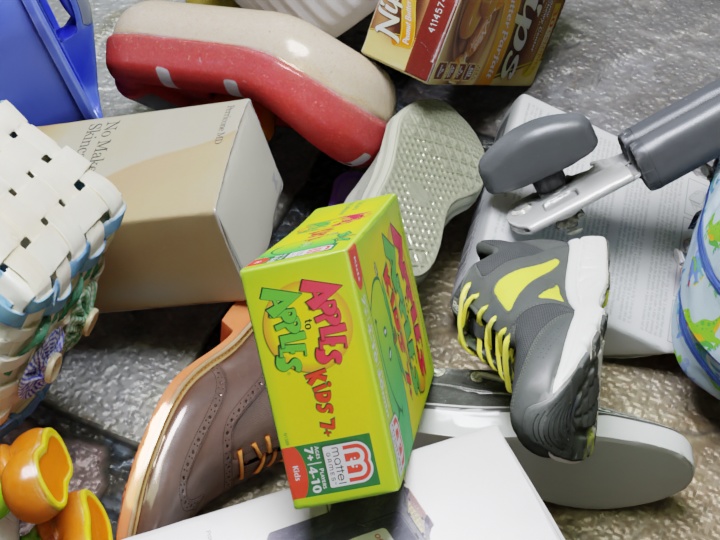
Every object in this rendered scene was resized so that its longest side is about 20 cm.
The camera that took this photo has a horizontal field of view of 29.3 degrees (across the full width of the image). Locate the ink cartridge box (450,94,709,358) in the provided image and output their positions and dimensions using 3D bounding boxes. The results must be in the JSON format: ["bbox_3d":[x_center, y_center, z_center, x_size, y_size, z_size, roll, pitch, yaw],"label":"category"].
[{"bbox_3d":[0.168,-0.009,0.877,0.198,0.057,0.164,26,49,-7],"label":"ink cartridge box"}]

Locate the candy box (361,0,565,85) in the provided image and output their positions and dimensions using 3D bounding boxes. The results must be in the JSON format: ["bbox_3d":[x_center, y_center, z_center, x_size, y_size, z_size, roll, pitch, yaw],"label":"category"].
[{"bbox_3d":[0.081,-0.185,0.907,0.055,0.117,0.199,28,18,21],"label":"candy box"}]

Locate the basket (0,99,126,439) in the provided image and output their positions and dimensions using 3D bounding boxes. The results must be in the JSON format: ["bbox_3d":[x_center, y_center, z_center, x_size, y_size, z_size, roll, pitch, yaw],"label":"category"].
[{"bbox_3d":[-0.220,0.027,0.699,0.139,0.200,0.177,43,28,-9],"label":"basket"}]

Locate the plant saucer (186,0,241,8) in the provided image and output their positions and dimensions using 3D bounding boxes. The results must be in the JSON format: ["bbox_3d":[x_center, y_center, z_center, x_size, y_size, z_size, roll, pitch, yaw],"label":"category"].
[{"bbox_3d":[-0.054,-0.289,1.101,0.197,0.049,0.201,-9,49,-10],"label":"plant saucer"}]

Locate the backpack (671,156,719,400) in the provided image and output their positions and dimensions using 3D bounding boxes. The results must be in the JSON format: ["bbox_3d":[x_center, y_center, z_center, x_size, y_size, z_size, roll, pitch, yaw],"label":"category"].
[{"bbox_3d":[0.260,-0.003,0.796,0.162,0.155,0.200,33,26,4],"label":"backpack"}]

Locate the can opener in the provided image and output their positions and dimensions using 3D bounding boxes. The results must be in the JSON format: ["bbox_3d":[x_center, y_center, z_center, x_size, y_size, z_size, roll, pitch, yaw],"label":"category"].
[{"bbox_3d":[0.168,-0.079,0.804,0.198,0.067,0.053,-24,21,5],"label":"can opener"}]

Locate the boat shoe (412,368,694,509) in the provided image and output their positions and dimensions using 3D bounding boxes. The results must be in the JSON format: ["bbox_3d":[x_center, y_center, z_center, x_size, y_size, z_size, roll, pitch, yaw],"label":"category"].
[{"bbox_3d":[0.085,0.083,0.762,0.197,0.071,0.064,6,49,6],"label":"boat shoe"}]

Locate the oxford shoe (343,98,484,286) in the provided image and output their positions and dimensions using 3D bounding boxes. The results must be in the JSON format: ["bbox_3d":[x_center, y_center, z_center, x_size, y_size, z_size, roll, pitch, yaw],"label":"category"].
[{"bbox_3d":[0.027,-0.044,0.838,0.075,0.058,0.201,42,37,-10],"label":"oxford shoe"}]

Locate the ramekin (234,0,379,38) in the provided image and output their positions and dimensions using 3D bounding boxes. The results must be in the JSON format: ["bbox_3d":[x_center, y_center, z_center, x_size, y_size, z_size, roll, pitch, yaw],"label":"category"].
[{"bbox_3d":[-0.012,-0.243,0.947,0.105,0.199,0.201,48,52,-16],"label":"ramekin"}]

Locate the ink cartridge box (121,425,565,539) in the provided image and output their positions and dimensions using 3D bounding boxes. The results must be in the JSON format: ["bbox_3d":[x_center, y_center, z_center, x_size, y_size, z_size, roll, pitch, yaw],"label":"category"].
[{"bbox_3d":[-0.013,0.170,0.630,0.197,0.146,0.085,-15,49,-15],"label":"ink cartridge box"}]

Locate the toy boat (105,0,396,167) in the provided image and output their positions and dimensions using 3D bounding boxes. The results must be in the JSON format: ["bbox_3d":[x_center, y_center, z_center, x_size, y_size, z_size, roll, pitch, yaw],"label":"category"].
[{"bbox_3d":[-0.075,-0.094,0.890,0.198,0.130,0.133,12,88,30],"label":"toy boat"}]

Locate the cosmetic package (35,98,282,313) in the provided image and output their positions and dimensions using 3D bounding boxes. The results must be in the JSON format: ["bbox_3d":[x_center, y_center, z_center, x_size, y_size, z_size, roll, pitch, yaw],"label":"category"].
[{"bbox_3d":[-0.154,-0.034,0.816,0.197,0.072,0.106,-7,43,16],"label":"cosmetic package"}]

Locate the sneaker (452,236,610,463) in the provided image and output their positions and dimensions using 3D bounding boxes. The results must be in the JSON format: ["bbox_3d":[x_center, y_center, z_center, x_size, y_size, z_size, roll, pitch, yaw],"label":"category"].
[{"bbox_3d":[0.086,0.038,0.721,0.083,0.076,0.200,5,21,10],"label":"sneaker"}]

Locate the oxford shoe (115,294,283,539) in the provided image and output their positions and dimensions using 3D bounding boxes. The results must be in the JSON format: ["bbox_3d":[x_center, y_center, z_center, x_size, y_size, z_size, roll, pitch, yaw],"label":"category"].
[{"bbox_3d":[-0.067,0.085,0.756,0.072,0.072,0.201,23,51,11],"label":"oxford shoe"}]

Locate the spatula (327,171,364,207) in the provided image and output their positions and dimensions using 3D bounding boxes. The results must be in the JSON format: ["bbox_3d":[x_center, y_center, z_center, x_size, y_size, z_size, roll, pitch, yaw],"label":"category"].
[{"bbox_3d":[0.000,0.000,0.839,0.056,0.021,0.201,23,32,-9],"label":"spatula"}]

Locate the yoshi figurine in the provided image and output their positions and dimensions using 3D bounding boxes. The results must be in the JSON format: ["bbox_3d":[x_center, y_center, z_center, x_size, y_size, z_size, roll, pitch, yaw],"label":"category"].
[{"bbox_3d":[-0.223,0.158,0.656,0.198,0.112,0.114,-22,77,3],"label":"yoshi figurine"}]

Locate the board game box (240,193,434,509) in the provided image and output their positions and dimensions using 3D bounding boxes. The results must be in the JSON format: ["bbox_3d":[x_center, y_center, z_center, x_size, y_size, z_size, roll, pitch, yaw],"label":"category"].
[{"bbox_3d":[-0.004,0.028,0.651,0.047,0.103,0.200,-12,8,9],"label":"board game box"}]

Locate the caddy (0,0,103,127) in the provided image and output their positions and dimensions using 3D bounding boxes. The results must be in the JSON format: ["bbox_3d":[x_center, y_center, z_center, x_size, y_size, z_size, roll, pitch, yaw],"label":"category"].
[{"bbox_3d":[-0.227,-0.163,0.889,0.104,0.201,0.142,-25,50,-4],"label":"caddy"}]
